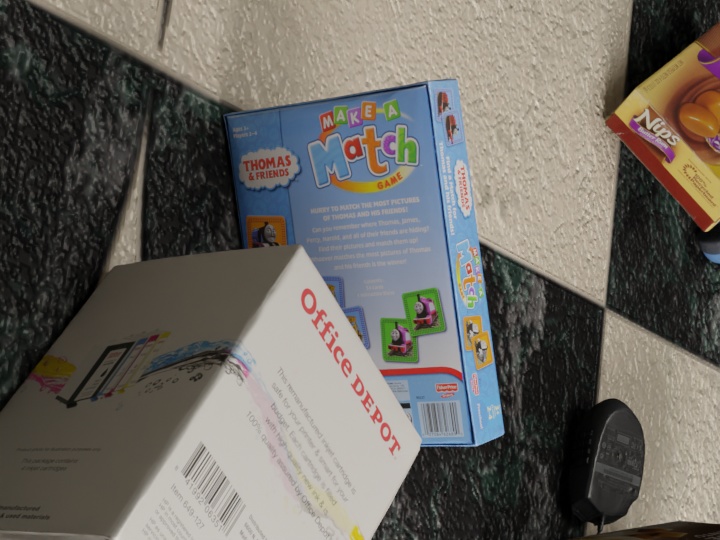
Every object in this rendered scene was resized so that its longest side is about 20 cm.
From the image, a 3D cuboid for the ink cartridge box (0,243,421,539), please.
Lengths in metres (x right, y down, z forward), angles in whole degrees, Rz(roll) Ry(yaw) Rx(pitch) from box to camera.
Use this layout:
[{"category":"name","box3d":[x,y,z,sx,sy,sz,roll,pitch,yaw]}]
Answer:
[{"category":"ink cartridge box","box3d":[-0.091,0.109,0.989,0.148,0.144,0.200,60,45,-29]}]

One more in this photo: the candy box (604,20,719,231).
[{"category":"candy box","box3d":[0.296,-0.131,1.517,0.200,0.057,0.117,-37,82,-34]}]

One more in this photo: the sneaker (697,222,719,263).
[{"category":"sneaker","box3d":[0.349,-0.025,1.635,0.200,0.066,0.079,-24,109,-51]}]

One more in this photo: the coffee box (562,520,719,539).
[{"category":"coffee box","box3d":[0.195,0.224,1.337,0.199,0.114,0.080,-2,90,-39]}]

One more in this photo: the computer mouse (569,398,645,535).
[{"category":"computer mouse","box3d":[0.164,0.191,1.406,0.058,0.034,0.202,25,73,-38]}]

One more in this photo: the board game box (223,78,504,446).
[{"category":"board game box","box3d":[0.000,0.000,1.114,0.036,0.150,0.202,-14,97,-52]}]
